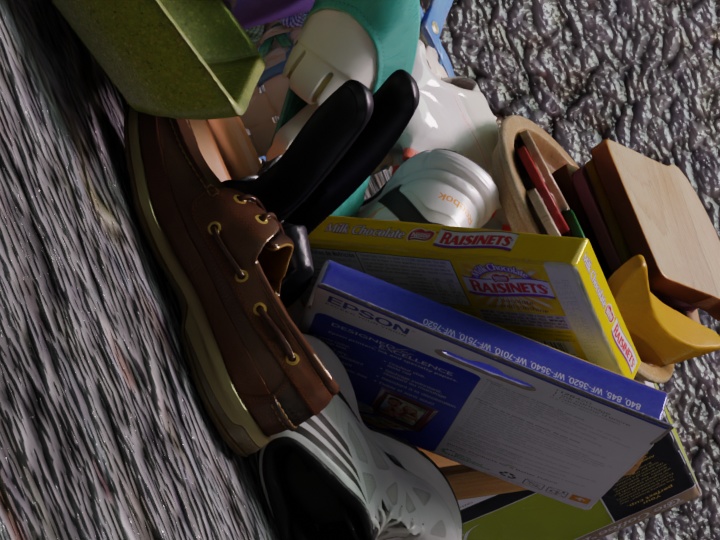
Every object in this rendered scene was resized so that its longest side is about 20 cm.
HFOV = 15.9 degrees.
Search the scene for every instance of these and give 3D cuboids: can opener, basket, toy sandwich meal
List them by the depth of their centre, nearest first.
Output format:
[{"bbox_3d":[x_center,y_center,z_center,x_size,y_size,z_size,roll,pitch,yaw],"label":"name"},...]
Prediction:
[{"bbox_3d":[-0.019,-0.049,1.338,0.079,0.063,0.200,59,-36,13],"label":"can opener"},{"bbox_3d":[0.156,-0.020,1.551,0.205,0.070,0.205,49,21,-26],"label":"toy sandwich meal"},{"bbox_3d":[-0.020,-0.135,1.685,0.139,0.176,0.200,60,19,-20],"label":"basket"}]

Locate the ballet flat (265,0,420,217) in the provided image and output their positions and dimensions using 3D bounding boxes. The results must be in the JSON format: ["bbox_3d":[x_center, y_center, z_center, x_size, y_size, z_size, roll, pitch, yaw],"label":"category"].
[{"bbox_3d":[-0.015,-0.095,1.441,0.067,0.070,0.200,33,-46,20],"label":"ballet flat"}]

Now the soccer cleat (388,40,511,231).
[{"bbox_3d":[0.065,-0.075,1.592,0.200,0.069,0.078,37,64,-56],"label":"soccer cleat"}]

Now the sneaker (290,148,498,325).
[{"bbox_3d":[0.000,0.000,1.533,0.074,0.200,0.080,36,51,-12],"label":"sneaker"}]

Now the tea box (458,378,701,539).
[{"bbox_3d":[0.097,0.100,1.695,0.197,0.199,0.134,58,10,-59],"label":"tea box"}]

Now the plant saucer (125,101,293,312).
[{"bbox_3d":[-0.083,-0.053,1.492,0.200,0.037,0.201,-24,90,-84],"label":"plant saucer"}]

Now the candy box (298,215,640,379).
[{"bbox_3d":[0.049,0.015,1.422,0.026,0.199,0.102,-58,139,-33],"label":"candy box"}]

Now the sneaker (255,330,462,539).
[{"bbox_3d":[-0.006,0.134,1.375,0.201,0.075,0.116,52,23,-38],"label":"sneaker"}]

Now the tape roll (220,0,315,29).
[{"bbox_3d":[-0.080,-0.236,1.464,0.200,0.085,0.201,43,-37,45],"label":"tape roll"}]

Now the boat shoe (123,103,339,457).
[{"bbox_3d":[-0.066,-0.006,1.316,0.072,0.067,0.201,52,16,-67],"label":"boat shoe"}]

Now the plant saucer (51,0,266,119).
[{"bbox_3d":[-0.130,-0.159,1.310,0.200,0.048,0.200,53,8,-9],"label":"plant saucer"}]

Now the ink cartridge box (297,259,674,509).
[{"bbox_3d":[0.061,0.058,1.394,0.200,0.197,0.047,115,-3,-68],"label":"ink cartridge box"}]

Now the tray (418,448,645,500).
[{"bbox_3d":[0.061,0.084,1.524,0.037,0.199,0.099,113,-36,-50],"label":"tray"}]
